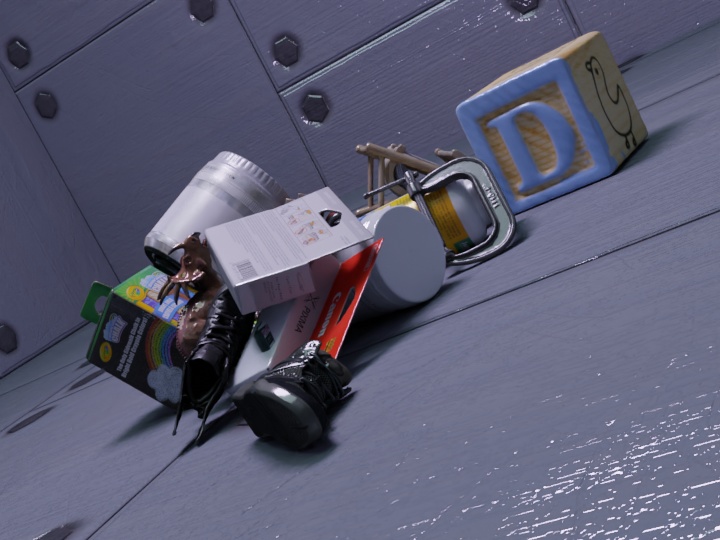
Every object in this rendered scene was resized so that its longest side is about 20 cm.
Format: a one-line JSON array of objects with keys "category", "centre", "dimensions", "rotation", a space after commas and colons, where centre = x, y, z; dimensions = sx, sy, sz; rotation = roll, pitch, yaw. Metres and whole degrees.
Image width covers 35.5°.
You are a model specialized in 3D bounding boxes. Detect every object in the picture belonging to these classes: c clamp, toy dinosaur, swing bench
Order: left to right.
[{"category": "toy dinosaur", "centre": [-0.208, 0.065, 1.463], "dimensions": [0.086, 0.135, 0.201], "rotation": [-36, 40, 39]}, {"category": "swing bench", "centre": [0.097, -0.138, 1.803], "dimensions": [0.199, 0.130, 0.199], "rotation": [0, 6, -5]}, {"category": "c clamp", "centre": [0.117, -0.076, 1.539], "dimensions": [0.171, 0.200, 0.027], "rotation": [-31, -37, 2]}]

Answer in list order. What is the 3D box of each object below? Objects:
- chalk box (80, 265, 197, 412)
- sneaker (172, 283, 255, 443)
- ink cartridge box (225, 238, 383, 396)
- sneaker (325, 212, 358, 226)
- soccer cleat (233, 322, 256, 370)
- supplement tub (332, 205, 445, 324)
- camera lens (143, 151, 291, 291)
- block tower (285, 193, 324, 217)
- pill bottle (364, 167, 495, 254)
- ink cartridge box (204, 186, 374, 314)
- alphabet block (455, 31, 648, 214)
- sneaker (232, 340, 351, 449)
[{"category": "chalk box", "centre": [-0.297, 0.083, 1.592], "dimensions": [0.125, 0.200, 0.124], "rotation": [-64, -8, 23]}, {"category": "sneaker", "centre": [-0.175, 0.105, 1.350], "dimensions": [0.104, 0.060, 0.200], "rotation": [130, 160, -84]}, {"category": "ink cartridge box", "centre": [-0.066, 0.052, 1.338], "dimensions": [0.173, 0.044, 0.200], "rotation": [-33, 27, 45]}, {"category": "sneaker", "centre": [-0.027, -0.051, 1.728], "dimensions": [0.071, 0.098, 0.201], "rotation": [-24, -26, 0]}, {"category": "soccer cleat", "centre": [-0.149, 0.109, 1.541], "dimensions": [0.081, 0.068, 0.200], "rotation": [-47, 13, -18]}, {"category": "supplement tub", "centre": [0.000, 0.000, 1.479], "dimensions": [0.200, 0.132, 0.132], "rotation": [-20, 11, 47]}, {"category": "camera lens", "centre": [-0.214, -0.057, 1.695], "dimensions": [0.200, 0.160, 0.160], "rotation": [-54, 16, -16]}, {"category": "block tower", "centre": [-0.093, -0.012, 1.664], "dimensions": [0.054, 0.201, 0.058], "rotation": [9, 2, 7]}, {"category": "pill bottle", "centre": [0.112, -0.071, 1.620], "dimensions": [0.200, 0.113, 0.113], "rotation": [-26, 8, 11]}, {"category": "ink cartridge box", "centre": [-0.089, -0.028, 1.390], "dimensions": [0.176, 0.045, 0.200], "rotation": [-19, 26, -10]}, {"category": "alphabet block", "centre": [0.296, -0.227, 1.724], "dimensions": [0.196, 0.196, 0.200], "rotation": [-20, 12, 34]}, {"category": "sneaker", "centre": [-0.055, 0.117, 1.112], "dimensions": [0.114, 0.076, 0.199], "rotation": [-37, 5, -16]}]
